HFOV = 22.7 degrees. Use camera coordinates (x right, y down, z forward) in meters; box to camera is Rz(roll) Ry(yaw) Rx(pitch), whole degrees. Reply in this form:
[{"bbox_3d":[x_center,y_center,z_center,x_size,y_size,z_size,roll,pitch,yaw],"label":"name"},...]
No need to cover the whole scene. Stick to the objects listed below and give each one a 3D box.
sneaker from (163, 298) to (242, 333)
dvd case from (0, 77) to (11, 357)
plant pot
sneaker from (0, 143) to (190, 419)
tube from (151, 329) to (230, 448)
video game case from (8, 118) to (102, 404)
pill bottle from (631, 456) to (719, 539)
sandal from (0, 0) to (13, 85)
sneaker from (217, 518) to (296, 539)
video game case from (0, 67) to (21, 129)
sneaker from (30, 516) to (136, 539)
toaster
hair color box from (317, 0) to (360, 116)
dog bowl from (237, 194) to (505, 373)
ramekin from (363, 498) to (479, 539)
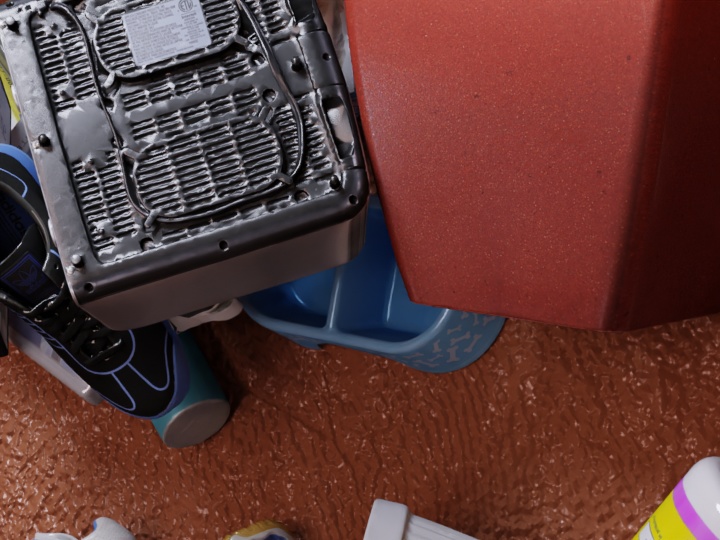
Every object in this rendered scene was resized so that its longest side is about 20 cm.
[{"bbox_3d":[-0.111,-0.051,1.152,0.129,0.080,0.201,-7,64,19],"label":"sneaker"},{"bbox_3d":[-0.252,-0.062,1.185,0.017,0.143,0.201,-5,62,-1],"label":"dvd case"},{"bbox_3d":[0.119,-0.065,0.986,0.199,0.199,0.178,8,98,35],"label":"plant pot"},{"bbox_3d":[-0.180,0.016,1.072,0.070,0.078,0.200,-37,99,14],"label":"sneaker"},{"bbox_3d":[-0.155,0.031,1.250,0.077,0.050,0.201,-42,58,13],"label":"tube"},{"bbox_3d":[-0.196,-0.030,1.248,0.199,0.023,0.183,32,82,32],"label":"video game case"},{"bbox_3d":[0.164,0.205,0.966,0.104,0.104,0.200,47,110,29],"label":"pill bottle"},{"bbox_3d":[-0.162,-0.082,1.106,0.202,0.079,0.057,59,153,17],"label":"sandal"},{"bbox_3d":[-0.117,0.236,1.129,0.199,0.075,0.089,-26,75,-11],"label":"sneaker"},{"bbox_3d":[-0.316,-0.052,1.380,0.200,0.025,0.181,-42,63,23],"label":"video game case"},{"bbox_3d":[-0.210,0.259,1.243,0.200,0.080,0.147,-41,56,28],"label":"sneaker"},{"bbox_3d":[-0.089,-0.082,1.008,0.198,0.119,0.182,-18,77,-3],"label":"toaster"},{"bbox_3d":[-0.031,-0.201,1.179,0.099,0.060,0.202,-9,80,34],"label":"hair color box"},{"bbox_3d":[0.000,0.000,1.139,0.199,0.049,0.112,10,90,35],"label":"dog bowl"},{"bbox_3d":[0.032,0.237,1.001,0.104,0.200,0.202,14,93,3],"label":"ramekin"}]
